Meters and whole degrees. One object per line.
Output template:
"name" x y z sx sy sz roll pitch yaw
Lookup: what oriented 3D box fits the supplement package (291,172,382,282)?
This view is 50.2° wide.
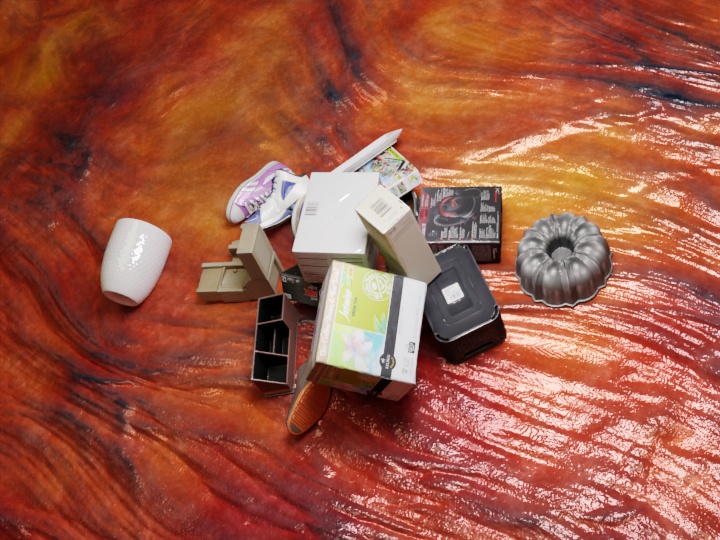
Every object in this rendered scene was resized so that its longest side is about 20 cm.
"supplement package" -0.039 -0.088 1.580 0.151 0.112 0.204 2 56 15

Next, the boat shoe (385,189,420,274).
"boat shoe" 0.091 -0.087 1.698 0.070 0.068 0.204 5 61 23

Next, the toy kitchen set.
"toy kitchen set" -0.289 -0.048 1.757 0.194 0.182 0.167 -3 54 16

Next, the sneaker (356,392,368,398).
"sneaker" 0.024 0.158 1.550 0.082 0.075 0.204 -7 55 18

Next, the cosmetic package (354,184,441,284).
"cosmetic package" 0.075 -0.058 1.479 0.073 0.201 0.103 -40 47 -8

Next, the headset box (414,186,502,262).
"headset box" 0.203 -0.099 1.636 0.194 0.076 0.152 0 56 13

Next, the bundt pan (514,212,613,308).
"bundt pan" 0.398 -0.032 1.523 0.197 0.076 0.206 -11 54 16

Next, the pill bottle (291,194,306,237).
"pill bottle" -0.049 -0.107 1.738 0.195 0.116 0.118 9 60 28

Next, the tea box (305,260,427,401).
"tea box" 0.010 0.117 1.460 0.191 0.134 0.205 12 66 -8

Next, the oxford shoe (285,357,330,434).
"oxford shoe" -0.103 0.240 1.563 0.072 0.072 0.202 -1 50 46

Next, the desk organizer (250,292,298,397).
"desk organizer" -0.182 0.156 1.636 0.070 0.077 0.204 -11 54 15

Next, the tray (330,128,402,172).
"tray" 0.011 -0.276 1.855 0.198 0.022 0.107 -37 13 -14

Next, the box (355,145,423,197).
"box" 0.062 -0.220 1.777 0.109 0.035 0.200 -33 29 -1

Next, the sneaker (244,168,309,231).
"sneaker" -0.197 -0.177 1.843 0.196 0.081 0.117 -28 90 -6

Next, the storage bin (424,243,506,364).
"storage bin" 0.193 0.064 1.532 0.133 0.094 0.203 -25 50 4

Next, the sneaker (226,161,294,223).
"sneaker" -0.238 -0.182 1.902 0.113 0.073 0.201 33 74 33

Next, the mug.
"mug" -0.570 -0.008 1.890 0.198 0.146 0.180 -16 52 51

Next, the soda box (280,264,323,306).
"soda box" -0.079 0.036 1.652 0.196 0.065 0.070 11 26 39
